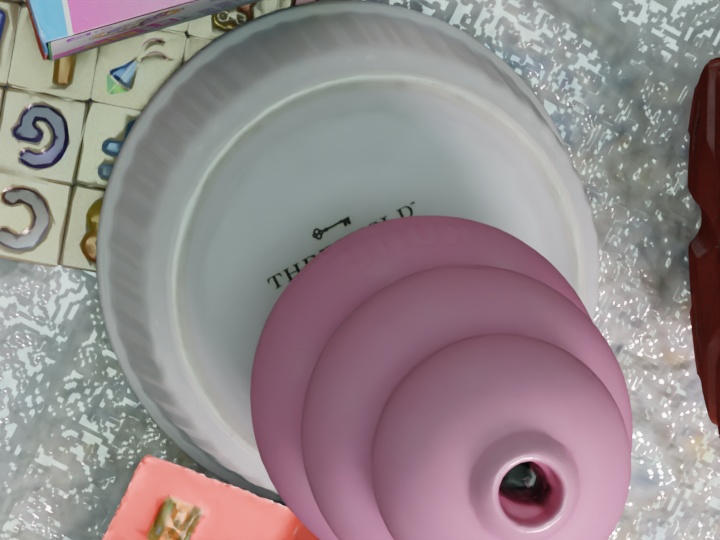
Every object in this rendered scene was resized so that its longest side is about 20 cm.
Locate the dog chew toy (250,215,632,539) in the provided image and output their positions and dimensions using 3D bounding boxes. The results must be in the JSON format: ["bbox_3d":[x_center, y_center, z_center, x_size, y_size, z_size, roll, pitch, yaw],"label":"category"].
[{"bbox_3d":[0.032,0.049,0.765,0.124,0.200,0.125,-1,97,-9],"label":"dog chew toy"}]

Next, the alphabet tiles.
[{"bbox_3d":[-0.085,-0.096,0.934,0.166,0.006,0.201,11,93,-9],"label":"alphabet tiles"}]

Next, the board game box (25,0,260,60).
[{"bbox_3d":[-0.026,-0.125,0.861,0.199,0.153,0.041,-17,95,-7],"label":"board game box"}]

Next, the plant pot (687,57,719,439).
[{"bbox_3d":[0.230,-0.011,0.901,0.194,0.201,0.202,-2,95,1],"label":"plant pot"}]

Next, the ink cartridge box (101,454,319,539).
[{"bbox_3d":[-0.023,0.179,0.911,0.199,0.057,0.163,21,103,-25],"label":"ink cartridge box"}]

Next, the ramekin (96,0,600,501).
[{"bbox_3d":[0.000,0.000,0.903,0.201,0.094,0.203,-1,98,-9],"label":"ramekin"}]
